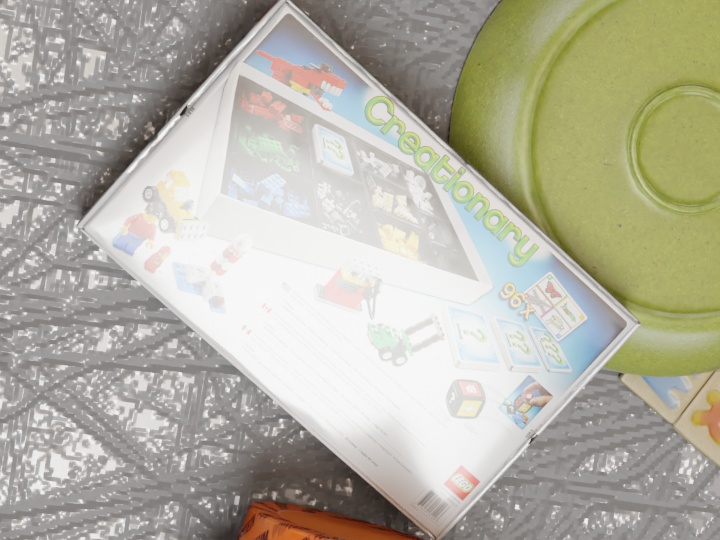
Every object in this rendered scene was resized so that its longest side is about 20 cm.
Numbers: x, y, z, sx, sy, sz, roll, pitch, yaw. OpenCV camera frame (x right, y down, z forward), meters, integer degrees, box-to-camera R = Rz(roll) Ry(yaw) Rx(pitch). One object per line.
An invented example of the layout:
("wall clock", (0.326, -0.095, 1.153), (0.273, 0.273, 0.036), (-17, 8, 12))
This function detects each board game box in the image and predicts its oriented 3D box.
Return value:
("board game box", (0.000, 0.000, 0.871), (0.200, 0.035, 0.126), (42, 95, -9))

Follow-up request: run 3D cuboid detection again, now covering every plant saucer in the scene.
("plant saucer", (0.138, -0.052, 0.917), (0.200, 0.031, 0.200), (-1, 93, -12))

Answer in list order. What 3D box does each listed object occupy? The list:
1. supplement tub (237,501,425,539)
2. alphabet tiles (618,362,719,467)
("supplement tub", (-0.025, 0.202, 0.851), (0.122, 0.123, 0.200), (15, 90, -15))
("alphabet tiles", (0.214, 0.025, 0.958), (0.200, 0.006, 0.166), (40, 84, -13))
